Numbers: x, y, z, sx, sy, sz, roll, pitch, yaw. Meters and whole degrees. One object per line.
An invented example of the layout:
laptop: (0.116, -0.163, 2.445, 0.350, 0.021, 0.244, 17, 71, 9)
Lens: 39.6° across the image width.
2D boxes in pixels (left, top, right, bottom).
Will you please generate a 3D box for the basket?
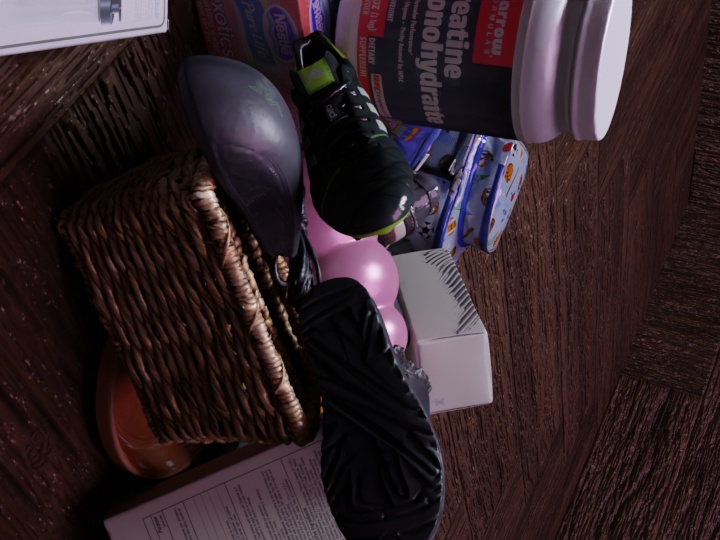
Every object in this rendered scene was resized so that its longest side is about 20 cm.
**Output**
basket: (-0.087, 0.011, 0.706, 0.143, 0.149, 0.200, -41, 116, -49)

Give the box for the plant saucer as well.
plant saucer: (-0.150, 0.071, 0.824, 0.200, 0.032, 0.201, -46, 144, -48)

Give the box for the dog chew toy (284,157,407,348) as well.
dog chew toy: (-0.024, 0.005, 0.863, 0.124, 0.124, 0.200, -2, 65, -65)

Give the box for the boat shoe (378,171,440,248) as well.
boat shoe: (0.030, -0.063, 0.979, 0.063, 0.073, 0.200, -32, -173, -8)

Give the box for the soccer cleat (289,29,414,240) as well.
soccer cleat: (-0.015, -0.092, 0.661, 0.200, 0.067, 0.081, -109, 174, -53)

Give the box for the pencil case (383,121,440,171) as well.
pencil case: (0.046, -0.151, 0.952, 0.078, 0.087, 0.200, -36, 174, -20)

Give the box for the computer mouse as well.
computer mouse: (-0.060, -0.072, 0.661, 0.200, 0.053, 0.139, 63, 10, -58)

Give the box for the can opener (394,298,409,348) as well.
can opener: (0.000, 0.000, 0.950, 0.079, 0.200, 0.063, 11, 128, -37)

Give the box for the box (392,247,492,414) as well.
box: (0.074, 0.053, 0.982, 0.200, 0.068, 0.082, -105, -174, -64)

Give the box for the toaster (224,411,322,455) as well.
toaster: (-0.071, 0.194, 0.903, 0.114, 0.129, 0.200, -96, -153, -86)

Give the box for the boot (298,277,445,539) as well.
boot: (0.020, 0.119, 0.706, 0.168, 0.076, 0.200, 60, 11, -61)

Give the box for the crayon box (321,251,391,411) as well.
crayon box: (-0.038, 0.066, 1.030, 0.200, 0.058, 0.119, -43, 142, -50)

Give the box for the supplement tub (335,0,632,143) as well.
supplement tub: (0.094, -0.174, 0.761, 0.140, 0.200, 0.141, 11, 90, -70)

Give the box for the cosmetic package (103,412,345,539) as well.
cosmetic package: (-0.092, 0.199, 0.803, 0.071, 0.200, 0.105, 166, -97, -81)

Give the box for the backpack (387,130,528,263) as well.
backpack: (0.102, -0.091, 1.140, 0.191, 0.154, 0.200, -65, 159, 5)

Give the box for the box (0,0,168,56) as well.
box: (-0.189, -0.183, 0.549, 0.200, 0.060, 0.117, -33, 133, -56)

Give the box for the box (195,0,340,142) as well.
box: (-0.061, -0.210, 0.766, 0.103, 0.095, 0.200, -55, 149, -39)
